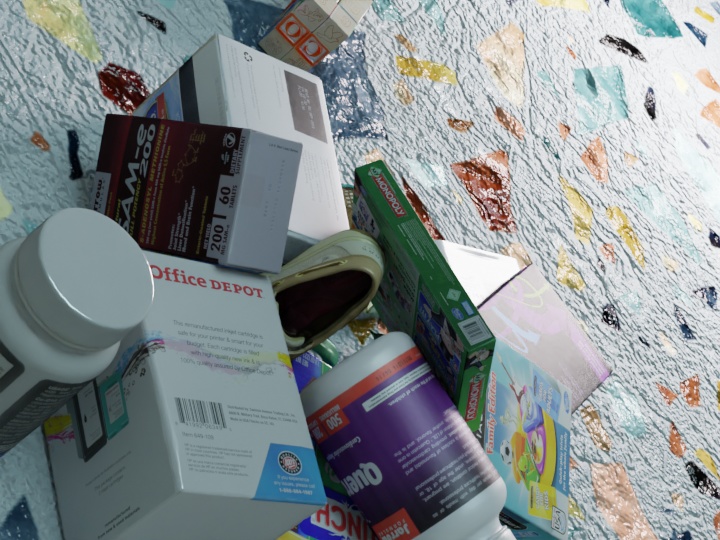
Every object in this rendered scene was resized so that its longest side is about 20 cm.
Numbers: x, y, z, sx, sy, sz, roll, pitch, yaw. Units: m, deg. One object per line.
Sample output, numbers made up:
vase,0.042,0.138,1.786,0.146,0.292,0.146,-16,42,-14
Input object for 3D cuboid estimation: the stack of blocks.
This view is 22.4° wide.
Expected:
stack of blocks,-0.020,-0.292,1.903,0.059,0.115,0.200,44,37,-11

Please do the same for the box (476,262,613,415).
box,0.165,0.088,1.813,0.143,0.036,0.200,53,37,1

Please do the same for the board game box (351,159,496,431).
board game box,0.047,0.024,1.515,0.029,0.135,0.201,-21,58,-17

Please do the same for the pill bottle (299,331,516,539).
pill bottle,0.042,0.157,1.460,0.201,0.112,0.112,57,35,5

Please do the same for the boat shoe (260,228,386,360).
boat shoe,-0.067,0.039,1.493,0.074,0.199,0.067,49,12,-18

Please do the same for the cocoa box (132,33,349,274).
cocoa box,-0.107,-0.078,1.606,0.133,0.131,0.202,20,47,-39

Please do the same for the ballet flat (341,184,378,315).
ballet flat,0.000,0.000,1.683,0.066,0.070,0.201,-64,150,-25

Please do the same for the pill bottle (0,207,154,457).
pill bottle,-0.240,0.047,1.288,0.113,0.200,0.115,29,41,-30

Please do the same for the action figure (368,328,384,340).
action figure,0.073,0.148,1.670,0.200,0.055,0.118,52,-1,-24

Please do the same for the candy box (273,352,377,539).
candy box,-0.024,0.189,1.522,0.168,0.077,0.201,33,41,-28

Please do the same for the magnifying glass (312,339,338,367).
magnifying glass,-0.109,0.048,1.558,0.198,0.079,0.023,23,61,-20

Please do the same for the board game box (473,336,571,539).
board game box,0.121,0.147,1.625,0.200,0.047,0.152,35,51,-47

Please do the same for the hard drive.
hard drive,0.140,0.069,1.854,0.131,0.026,0.202,13,52,-43

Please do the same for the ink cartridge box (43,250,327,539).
ink cartridge box,-0.143,0.112,1.391,0.146,0.146,0.202,12,52,-42

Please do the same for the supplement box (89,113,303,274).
supplement box,-0.139,-0.065,1.481,0.061,0.199,0.110,11,90,-42
